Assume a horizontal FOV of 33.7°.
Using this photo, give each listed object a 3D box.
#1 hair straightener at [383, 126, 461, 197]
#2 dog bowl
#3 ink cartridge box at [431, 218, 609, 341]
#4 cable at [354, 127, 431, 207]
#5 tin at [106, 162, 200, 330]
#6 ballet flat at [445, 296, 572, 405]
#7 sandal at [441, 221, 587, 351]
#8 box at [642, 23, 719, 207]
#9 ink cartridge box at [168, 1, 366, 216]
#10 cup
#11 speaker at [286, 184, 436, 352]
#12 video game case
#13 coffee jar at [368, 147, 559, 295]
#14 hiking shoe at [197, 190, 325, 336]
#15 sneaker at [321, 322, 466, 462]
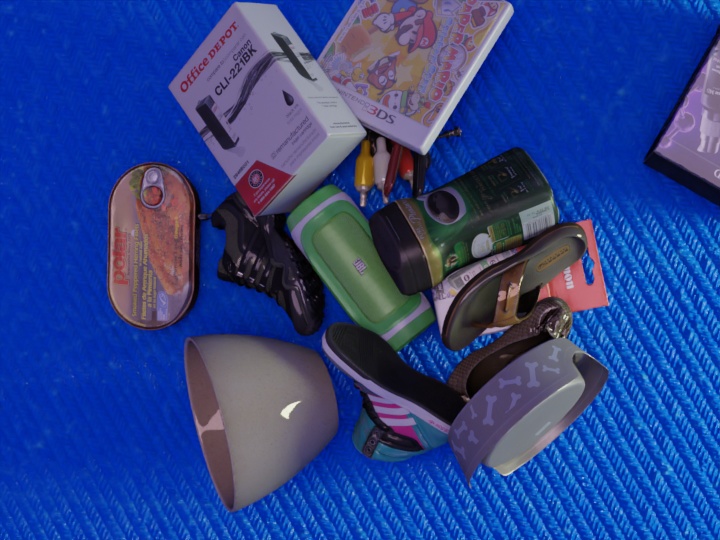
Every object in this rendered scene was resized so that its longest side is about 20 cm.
[{"bbox_3d":[0.080,-0.172,1.384,0.076,0.041,0.202,13,70,-6],"label":"hair straightener"},{"bbox_3d":[0.179,0.153,1.305,0.200,0.200,0.059,-41,67,5],"label":"dog bowl"},{"bbox_3d":[0.181,0.011,1.375,0.197,0.050,0.110,-12,86,8],"label":"ink cartridge box"},{"bbox_3d":[0.024,-0.178,1.404,0.096,0.050,0.203,-14,86,2],"label":"cable"},{"bbox_3d":[-0.251,-0.029,1.446,0.110,0.042,0.203,1,88,4],"label":"tin"},{"bbox_3d":[0.166,0.108,1.350,0.067,0.047,0.200,37,114,-20],"label":"ballet flat"},{"bbox_3d":[0.174,0.025,1.309,0.199,0.082,0.055,-33,51,-1],"label":"sandal"},{"bbox_3d":[0.429,-0.174,1.318,0.147,0.104,0.202,29,92,7],"label":"box"},{"bbox_3d":[-0.110,-0.187,1.370,0.144,0.083,0.201,-44,72,30],"label":"ink cartridge box"},{"bbox_3d":[-0.107,0.158,1.358,0.142,0.200,0.203,-13,86,-17],"label":"cup"},{"bbox_3d":[0.000,0.000,1.385,0.088,0.088,0.201,-38,84,5],"label":"speaker"},{"bbox_3d":[0.051,-0.255,1.373,0.181,0.023,0.201,29,82,25],"label":"video game case"},{"bbox_3d":[0.113,-0.053,1.321,0.198,0.086,0.105,-23,51,-6],"label":"coffee jar"},{"bbox_3d":[-0.116,-0.002,1.415,0.100,0.076,0.202,-31,75,15],"label":"hiking shoe"},{"bbox_3d":[0.016,0.149,1.357,0.199,0.084,0.121,36,125,-13],"label":"sneaker"}]
